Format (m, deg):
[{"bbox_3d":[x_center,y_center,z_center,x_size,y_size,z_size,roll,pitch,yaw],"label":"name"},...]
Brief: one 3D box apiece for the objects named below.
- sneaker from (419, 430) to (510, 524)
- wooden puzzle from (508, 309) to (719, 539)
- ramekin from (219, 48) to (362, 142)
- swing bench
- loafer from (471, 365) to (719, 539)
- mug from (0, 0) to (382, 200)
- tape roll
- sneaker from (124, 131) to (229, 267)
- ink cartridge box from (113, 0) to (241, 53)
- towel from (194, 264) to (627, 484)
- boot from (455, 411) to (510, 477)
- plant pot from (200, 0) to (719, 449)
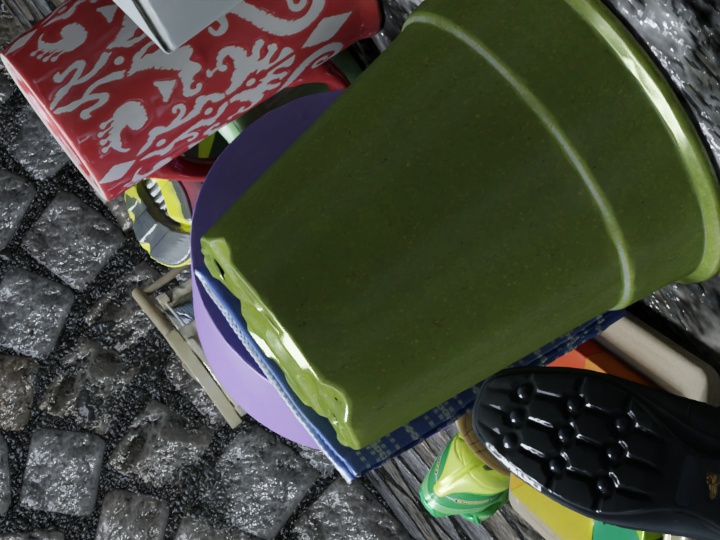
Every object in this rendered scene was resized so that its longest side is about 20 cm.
[{"bbox_3d":[0.103,0.149,1.088,0.074,0.083,0.200,58,-156,18],"label":"sneaker"},{"bbox_3d":[0.135,0.105,0.818,0.200,0.037,0.186,-134,40,-56],"label":"wooden puzzle"},{"bbox_3d":[-0.063,-0.122,1.023,0.200,0.097,0.200,51,170,12],"label":"ramekin"},{"bbox_3d":[-0.130,0.045,1.622,0.130,0.199,0.200,58,169,-28],"label":"swing bench"},{"bbox_3d":[0.151,0.095,0.670,0.199,0.069,0.070,16,179,15],"label":"loafer"},{"bbox_3d":[-0.092,-0.126,0.847,0.178,0.200,0.133,55,170,-7],"label":"mug"},{"bbox_3d":[0.000,0.000,0.822,0.200,0.199,0.085,51,161,15],"label":"tape roll"},{"bbox_3d":[-0.132,-0.083,0.967,0.084,0.074,0.201,8,-129,-48],"label":"sneaker"},{"bbox_3d":[-0.105,-0.224,0.725,0.200,0.145,0.083,46,169,37],"label":"ink cartridge box"},{"bbox_3d":[0.033,0.008,0.745,0.145,0.199,0.024,51,153,19],"label":"towel"},{"bbox_3d":[0.068,0.042,1.005,0.200,0.072,0.155,55,-176,-25],"label":"boot"},{"bbox_3d":[0.033,-0.021,0.655,0.200,0.190,0.200,52,171,12],"label":"plant pot"}]
